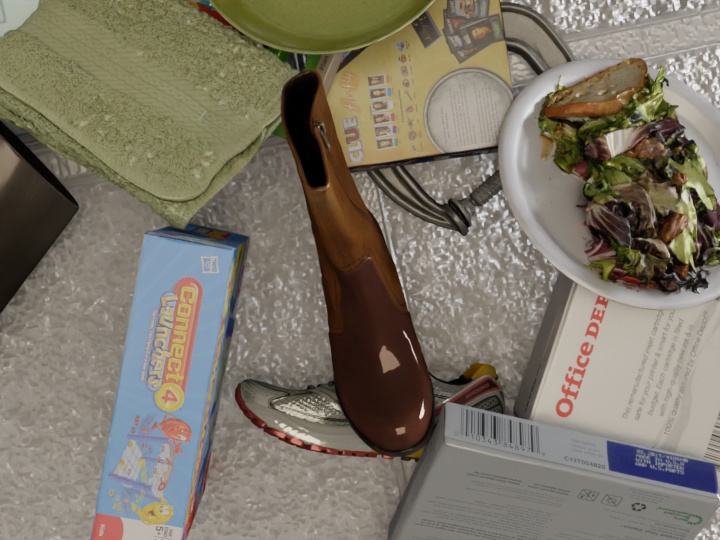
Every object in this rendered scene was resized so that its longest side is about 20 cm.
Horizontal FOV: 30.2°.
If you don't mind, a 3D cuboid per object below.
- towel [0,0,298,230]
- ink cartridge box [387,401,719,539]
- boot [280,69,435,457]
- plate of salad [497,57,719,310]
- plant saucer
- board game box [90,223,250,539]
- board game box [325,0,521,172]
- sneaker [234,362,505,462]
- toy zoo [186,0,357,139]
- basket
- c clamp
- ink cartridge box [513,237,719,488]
[{"bbox_3d":[-0.149,-0.127,0.892,0.199,0.037,0.149,32,66,15],"label":"towel"},{"bbox_3d":[0.125,0.187,0.950,0.198,0.041,0.201,13,133,-7],"label":"ink cartridge box"},{"bbox_3d":[0.000,0.000,0.857,0.068,0.200,0.189,-8,55,4],"label":"boot"},{"bbox_3d":[0.192,-0.068,0.914,0.199,0.048,0.201,7,62,-13],"label":"plate of salad"},{"bbox_3d":[-0.020,-0.238,0.897,0.199,0.031,0.201,-2,81,11],"label":"plant saucer"},{"bbox_3d":[-0.123,0.072,0.892,0.056,0.196,0.201,10,94,-3],"label":"board game box"},{"bbox_3d":[0.033,-0.177,0.950,0.135,0.035,0.201,-7,88,1],"label":"board game box"},{"bbox_3d":[0.008,0.093,0.966,0.199,0.078,0.083,5,87,-10],"label":"sneaker"},{"bbox_3d":[-0.104,-0.185,0.942,0.199,0.020,0.132,23,96,13],"label":"toy zoo"},{"bbox_3d":[-0.303,-0.013,0.915,0.200,0.136,0.180,-43,82,-3],"label":"basket"},{"bbox_3d":[0.106,-0.101,0.974,0.200,0.027,0.171,-35,94,0],"label":"c clamp"},{"bbox_3d":[0.227,0.071,0.960,0.199,0.084,0.147,19,92,-2],"label":"ink cartridge box"}]
